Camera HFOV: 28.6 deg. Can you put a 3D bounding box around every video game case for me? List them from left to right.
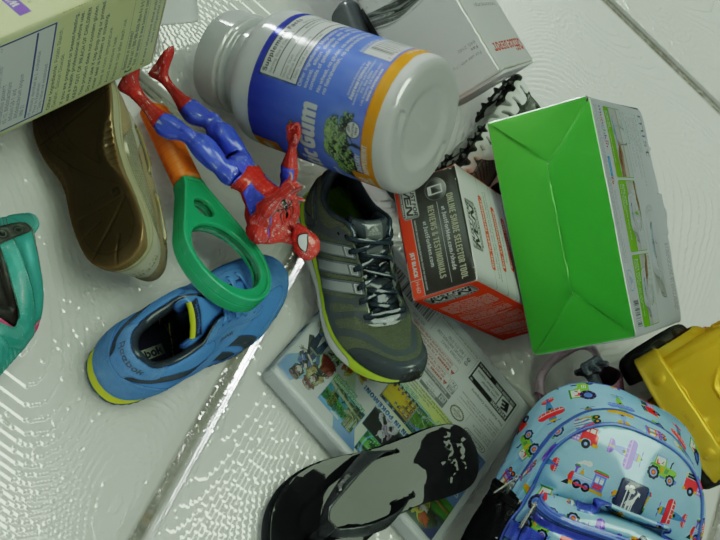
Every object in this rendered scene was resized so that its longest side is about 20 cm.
[{"bbox_3d":[0.035,0.102,1.179,0.200,0.022,0.182,50,50,-9],"label":"video game case"}]

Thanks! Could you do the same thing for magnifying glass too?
[{"bbox_3d":[-0.126,-0.051,1.083,0.079,0.022,0.201,11,45,-47],"label":"magnifying glass"}]

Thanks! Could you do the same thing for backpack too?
[{"bbox_3d":[0.189,0.198,1.109,0.182,0.135,0.201,26,92,-8],"label":"backpack"}]

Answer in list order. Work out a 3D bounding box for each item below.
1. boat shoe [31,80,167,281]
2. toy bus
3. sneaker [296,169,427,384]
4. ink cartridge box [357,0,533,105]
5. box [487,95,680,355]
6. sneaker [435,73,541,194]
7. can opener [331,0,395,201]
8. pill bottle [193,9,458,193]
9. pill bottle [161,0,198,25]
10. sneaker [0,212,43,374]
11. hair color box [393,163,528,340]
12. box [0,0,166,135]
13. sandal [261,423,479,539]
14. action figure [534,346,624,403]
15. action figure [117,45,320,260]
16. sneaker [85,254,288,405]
[{"bbox_3d":[-0.193,-0.084,1.069,0.065,0.072,0.201,36,29,-65],"label":"boat shoe"},{"bbox_3d":[0.343,0.084,1.261,0.136,0.192,0.200,55,8,8],"label":"toy bus"},{"bbox_3d":[0.000,0.000,1.130,0.073,0.081,0.201,-13,60,-28],"label":"sneaker"},{"bbox_3d":[0.060,-0.249,1.274,0.201,0.086,0.146,60,21,-1],"label":"ink cartridge box"},{"bbox_3d":[0.200,-0.039,1.222,0.176,0.096,0.201,-8,86,-66],"label":"box"},{"bbox_3d":[0.129,-0.096,1.304,0.090,0.066,0.200,44,49,-10],"label":"sneaker"},{"bbox_3d":[0.016,-0.150,1.256,0.052,0.066,0.201,2,61,-37],"label":"can opener"},{"bbox_3d":[-0.032,-0.142,1.122,0.199,0.113,0.112,21,40,28],"label":"pill bottle"},{"bbox_3d":[-0.179,-0.291,1.103,0.112,0.112,0.201,-15,104,-39],"label":"pill bottle"},{"bbox_3d":[-0.281,-0.020,0.956,0.121,0.083,0.201,-37,102,-35],"label":"sneaker"},{"bbox_3d":[0.102,-0.010,1.196,0.200,0.061,0.102,26,51,-60],"label":"hair color box"},{"bbox_3d":[-0.268,-0.197,0.999,0.176,0.097,0.200,40,47,16],"label":"box"},{"bbox_3d":[0.009,0.169,1.093,0.199,0.043,0.076,-26,91,-27],"label":"sandal"},{"bbox_3d":[0.211,0.187,1.241,0.133,0.149,0.201,-30,109,-1],"label":"action figure"},{"bbox_3d":[-0.088,-0.097,1.070,0.200,0.099,0.065,50,44,3],"label":"action figure"},{"bbox_3d":[-0.113,0.036,1.063,0.200,0.078,0.066,-31,88,-42],"label":"sneaker"}]
